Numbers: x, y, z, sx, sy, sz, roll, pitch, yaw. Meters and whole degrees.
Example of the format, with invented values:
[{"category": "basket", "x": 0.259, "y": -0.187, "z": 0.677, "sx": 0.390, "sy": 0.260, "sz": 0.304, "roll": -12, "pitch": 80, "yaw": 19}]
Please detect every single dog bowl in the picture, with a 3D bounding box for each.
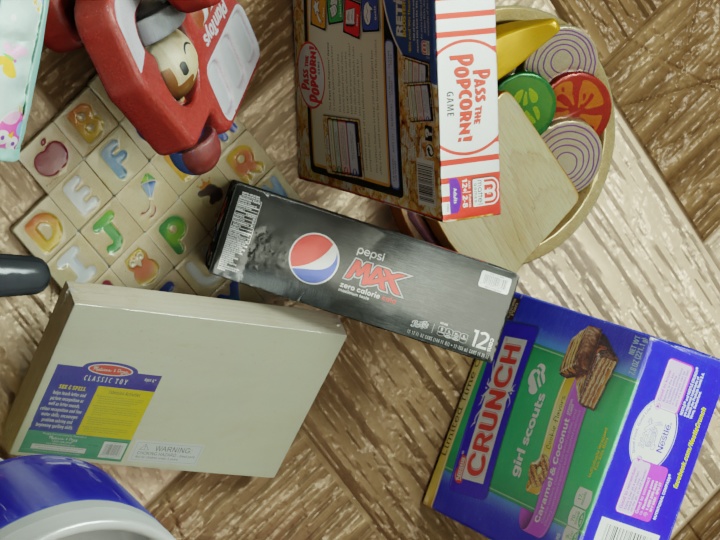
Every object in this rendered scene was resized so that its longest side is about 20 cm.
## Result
[{"category": "dog bowl", "x": -0.197, "y": 0.212, "z": 1.402, "sx": 0.199, "sy": 0.079, "sz": 0.201, "roll": -22, "pitch": 130, "yaw": -28}]

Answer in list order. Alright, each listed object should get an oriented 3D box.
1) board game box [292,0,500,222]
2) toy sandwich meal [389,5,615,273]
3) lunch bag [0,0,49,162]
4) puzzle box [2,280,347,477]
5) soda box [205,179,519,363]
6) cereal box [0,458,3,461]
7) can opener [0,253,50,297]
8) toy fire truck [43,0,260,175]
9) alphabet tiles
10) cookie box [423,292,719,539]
[{"category": "board game box", "x": 0.019, "y": -0.122, "z": 1.530, "sx": 0.046, "sy": 0.200, "sz": 0.153, "roll": -8, "pitch": 104, "yaw": -27}, {"category": "toy sandwich meal", "x": 0.106, "y": -0.086, "z": 1.657, "sx": 0.204, "sy": 0.070, "sz": 0.207, "roll": -6, "pitch": 102, "yaw": -27}, {"category": "lunch bag", "x": -0.275, "y": -0.158, "z": 1.370, "sx": 0.198, "sy": 0.122, "sz": 0.172, "roll": 12, "pitch": 97, "yaw": 7}, {"category": "puzzle box", "x": -0.122, "y": 0.073, "z": 1.556, "sx": 0.199, "sy": 0.025, "sz": 0.134, "roll": 8, "pitch": 126, "yaw": -30}, {"category": "soda box", "x": 0.000, "y": 0.000, "z": 1.572, "sx": 0.199, "sy": 0.071, "sz": 0.064, "roll": 18, "pitch": 92, "yaw": -7}, {"category": "cereal box", "x": -0.307, "y": 0.170, "z": 1.443, "sx": 0.199, "sy": 0.144, "sz": 0.040, "roll": -32, "pitch": 111, "yaw": -20}, {"category": "can opener", "x": -0.285, "y": 0.000, "z": 1.468, "sx": 0.199, "sy": 0.063, "sz": 0.079, "roll": 5, "pitch": 97, "yaw": -29}, {"category": "toy fire truck", "x": -0.117, "y": -0.153, "z": 1.464, "sx": 0.111, "sy": 0.200, "sz": 0.169, "roll": -16, "pitch": 119, "yaw": 18}, {"category": "alphabet tiles", "x": -0.132, "y": -0.038, "z": 1.575, "sx": 0.166, "sy": 0.006, "sz": 0.200, "roll": -45, "pitch": 117, "yaw": -13}, {"category": "cookie box", "x": 0.145, "y": 0.115, "z": 1.644, "sx": 0.075, "sy": 0.200, "sz": 0.172, "roll": 20, "pitch": 89, "yaw": -28}]
